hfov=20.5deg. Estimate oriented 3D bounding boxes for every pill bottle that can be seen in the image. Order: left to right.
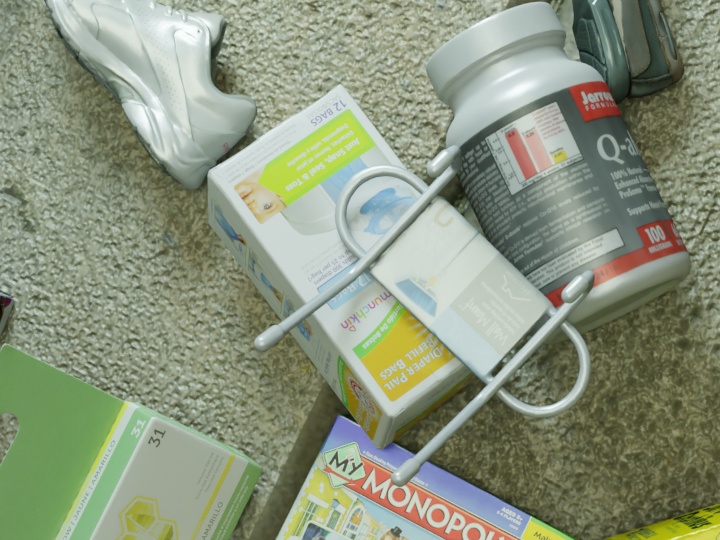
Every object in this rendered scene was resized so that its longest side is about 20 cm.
[{"bbox_3d":[0.125,-0.064,1.298,0.115,0.116,0.201,-26,81,6],"label":"pill bottle"}]

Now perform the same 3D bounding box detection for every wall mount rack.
[{"bbox_3d":[0.041,0.028,1.211,0.200,0.075,0.174,43,87,10],"label":"wall mount rack"}]

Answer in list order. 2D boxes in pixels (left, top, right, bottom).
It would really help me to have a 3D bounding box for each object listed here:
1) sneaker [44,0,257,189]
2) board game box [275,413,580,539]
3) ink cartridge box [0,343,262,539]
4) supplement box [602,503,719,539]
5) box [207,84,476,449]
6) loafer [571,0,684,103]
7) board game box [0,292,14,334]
[{"bbox_3d":[-0.145,-0.159,1.384,0.099,0.078,0.200,-38,88,-3],"label":"sneaker"},{"bbox_3d":[0.043,0.201,1.327,0.199,0.029,0.135,27,90,12],"label":"board game box"},{"bbox_3d":[-0.176,0.153,1.294,0.048,0.199,0.146,22,84,51],"label":"ink cartridge box"},{"bbox_3d":[0.229,0.205,1.239,0.198,0.109,0.110,-17,87,0],"label":"supplement box"},{"bbox_3d":[0.000,0.000,1.307,0.112,0.101,0.201,-34,79,-13],"label":"box"},{"bbox_3d":[0.168,-0.214,1.340,0.062,0.072,0.202,-11,89,-12],"label":"loafer"},{"bbox_3d":[-0.358,-0.007,1.334,0.198,0.200,0.041,22,88,12],"label":"board game box"}]
